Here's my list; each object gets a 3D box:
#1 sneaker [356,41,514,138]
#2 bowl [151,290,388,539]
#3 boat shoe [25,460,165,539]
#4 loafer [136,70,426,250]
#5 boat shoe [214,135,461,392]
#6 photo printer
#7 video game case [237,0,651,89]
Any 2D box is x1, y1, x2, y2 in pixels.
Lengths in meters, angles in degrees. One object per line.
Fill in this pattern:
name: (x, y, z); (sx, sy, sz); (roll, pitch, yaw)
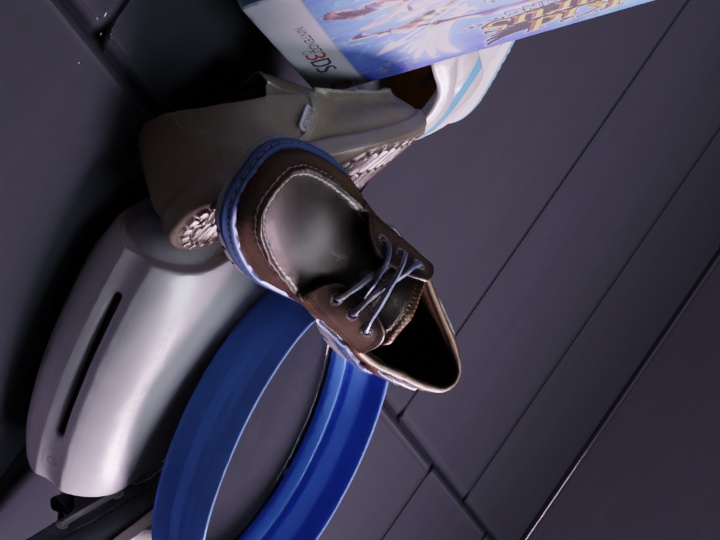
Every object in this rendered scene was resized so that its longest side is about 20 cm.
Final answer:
sneaker: (0.057, -0.157, 1.417); (0.081, 0.076, 0.200); (-34, 151, -51)
bowl: (-0.048, 0.092, 1.345); (0.201, 0.039, 0.201); (-52, 156, -34)
boat shoe: (-0.147, 0.135, 1.350); (0.200, 0.062, 0.073); (-37, 170, -27)
loafer: (-0.039, -0.068, 1.264); (0.076, 0.068, 0.200); (-39, 169, 35)
boat shoe: (0.000, 0.000, 1.218); (0.072, 0.072, 0.200); (-55, 145, -6)
photo printer: (-0.096, 0.025, 1.316); (0.200, 0.069, 0.167); (-33, 153, -57)
video game case: (0.049, -0.152, 1.228); (0.199, 0.046, 0.181); (-16, 169, 9)
